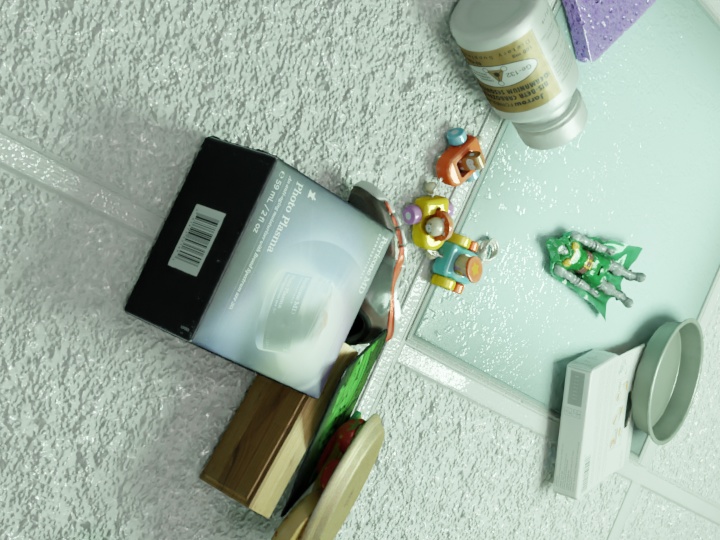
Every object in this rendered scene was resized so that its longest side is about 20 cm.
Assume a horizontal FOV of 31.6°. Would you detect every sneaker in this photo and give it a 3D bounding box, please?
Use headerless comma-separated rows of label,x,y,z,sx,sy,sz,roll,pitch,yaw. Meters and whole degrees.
sneaker,0.000,0.000,1.437,0.082,0.077,0.200,-19,116,-32

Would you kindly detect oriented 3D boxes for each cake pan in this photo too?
cake pan,0.469,0.166,1.950,0.200,0.037,0.201,-26,123,-48

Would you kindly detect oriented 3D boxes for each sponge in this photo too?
sponge,0.339,-0.373,1.669,0.200,0.030,0.112,-44,130,-24

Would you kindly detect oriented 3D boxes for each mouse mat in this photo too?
mouse mat,-0.028,0.169,1.423,0.200,0.008,0.161,-68,168,21

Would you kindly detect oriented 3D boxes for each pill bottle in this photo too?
pill bottle,0.195,-0.242,1.513,0.114,0.114,0.200,-52,133,-18

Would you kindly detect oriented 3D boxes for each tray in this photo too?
tray,-0.090,0.157,1.382,0.037,0.099,0.200,36,78,-39

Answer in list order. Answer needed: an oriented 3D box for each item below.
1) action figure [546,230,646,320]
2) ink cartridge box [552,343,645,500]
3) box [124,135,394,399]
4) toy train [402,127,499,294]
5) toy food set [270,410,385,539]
action figure,0.318,-0.005,1.761,0.200,0.055,0.118,23,90,-42
ink cartridge box,0.349,0.214,1.868,0.176,0.045,0.200,-17,116,-53
box,-0.098,-0.001,1.307,0.198,0.123,0.200,30,83,-47
toy train,0.129,-0.063,1.552,0.150,0.056,0.200,-40,128,-27
toy food set,-0.033,0.248,1.443,0.200,0.049,0.198,-63,170,-1
